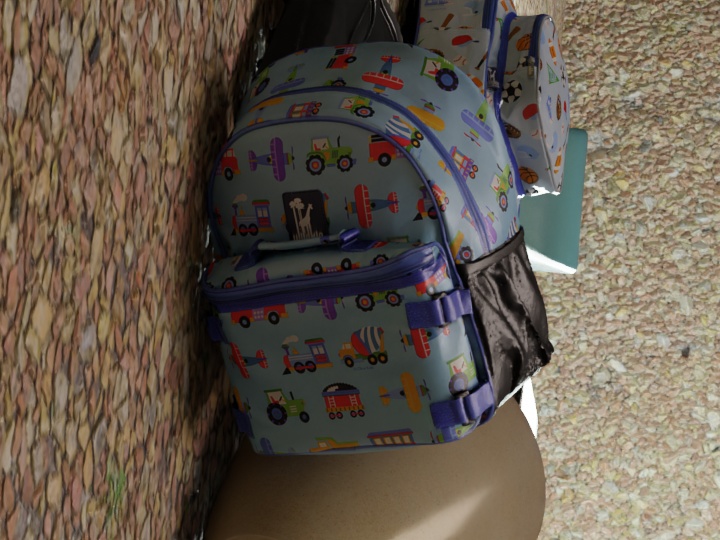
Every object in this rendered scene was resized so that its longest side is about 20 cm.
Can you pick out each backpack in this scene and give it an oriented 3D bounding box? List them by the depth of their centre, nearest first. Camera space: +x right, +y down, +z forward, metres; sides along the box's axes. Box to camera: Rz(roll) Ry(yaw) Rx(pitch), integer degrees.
[{"bbox_3d":[-0.002,-0.016,1.351,0.135,0.182,0.201,-41,124,-54],"label":"backpack"},{"bbox_3d":[0.100,-0.152,2.106,0.200,0.153,0.191,77,9,-56],"label":"backpack"}]

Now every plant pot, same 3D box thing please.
[{"bbox_3d":[-0.012,0.153,1.438,0.200,0.186,0.188,-38,134,-60],"label":"plant pot"},{"bbox_3d":[0.123,-0.074,2.347,0.200,0.140,0.142,3,92,-75],"label":"plant pot"}]

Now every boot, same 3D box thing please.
[{"bbox_3d":[-0.021,-0.109,1.518,0.201,0.065,0.165,-81,163,-48],"label":"boot"}]

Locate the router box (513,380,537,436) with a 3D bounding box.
[{"bbox_3d":[0.055,0.110,1.896,0.200,0.149,0.062,70,25,-72],"label":"router box"}]
